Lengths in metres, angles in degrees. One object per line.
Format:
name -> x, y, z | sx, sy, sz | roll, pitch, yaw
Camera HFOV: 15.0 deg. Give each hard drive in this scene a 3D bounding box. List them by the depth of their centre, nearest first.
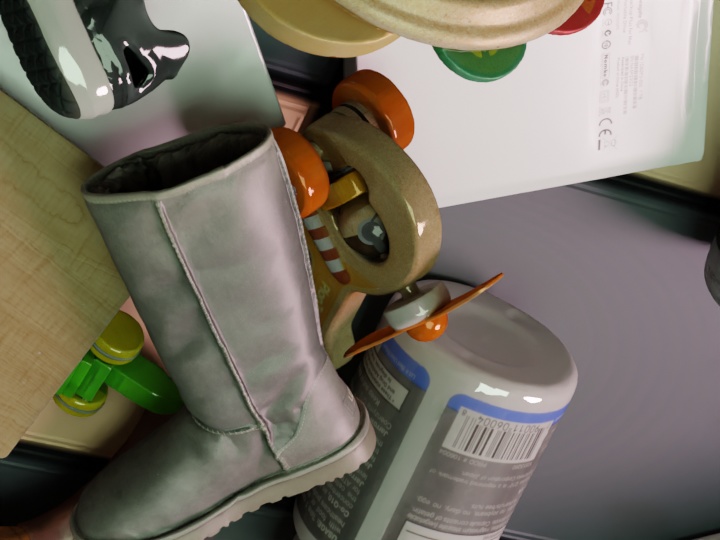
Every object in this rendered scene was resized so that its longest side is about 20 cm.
hard drive -> -0.150, -0.091, 1.368 | 0.200, 0.026, 0.132 | -23, 127, -5
hard drive -> 0.090, -0.102, 1.459 | 0.200, 0.026, 0.132 | -10, 125, -14

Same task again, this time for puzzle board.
puzzle board -> -0.204, -0.016, 1.342 | 0.200, 0.017, 0.151 | 38, 90, -34

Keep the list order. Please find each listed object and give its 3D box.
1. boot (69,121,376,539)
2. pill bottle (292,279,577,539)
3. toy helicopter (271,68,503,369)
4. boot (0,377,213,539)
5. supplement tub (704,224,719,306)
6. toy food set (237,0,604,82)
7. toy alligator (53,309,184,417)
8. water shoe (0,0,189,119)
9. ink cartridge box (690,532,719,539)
boot -> -0.094, 0.038, 1.373 | 0.182, 0.073, 0.200 | -26, 129, -2
pill bottle -> 0.031, 0.116, 1.526 | 0.114, 0.114, 0.200 | 13, 117, -27
toy helicopter -> 0.000, 0.000, 1.427 | 0.079, 0.132, 0.200 | -36, 163, -30
boot -> -0.182, 0.136, 1.481 | 0.200, 0.068, 0.188 | -2, 136, -29
supplement tub -> 0.275, -0.058, 1.497 | 0.123, 0.123, 0.200 | 6, 120, -24
toy food set -> 0.028, -0.178, 1.296 | 0.198, 0.200, 0.049 | 9, 146, -22
toy alligator -> -0.182, 0.027, 1.429 | 0.200, 0.054, 0.059 | 18, 133, -19
water shoe -> -0.143, -0.172, 1.286 | 0.079, 0.071, 0.200 | -25, 107, -23
ink cartridge box -> 0.293, 0.221, 1.672 | 0.200, 0.145, 0.083 | -12, 126, -13
